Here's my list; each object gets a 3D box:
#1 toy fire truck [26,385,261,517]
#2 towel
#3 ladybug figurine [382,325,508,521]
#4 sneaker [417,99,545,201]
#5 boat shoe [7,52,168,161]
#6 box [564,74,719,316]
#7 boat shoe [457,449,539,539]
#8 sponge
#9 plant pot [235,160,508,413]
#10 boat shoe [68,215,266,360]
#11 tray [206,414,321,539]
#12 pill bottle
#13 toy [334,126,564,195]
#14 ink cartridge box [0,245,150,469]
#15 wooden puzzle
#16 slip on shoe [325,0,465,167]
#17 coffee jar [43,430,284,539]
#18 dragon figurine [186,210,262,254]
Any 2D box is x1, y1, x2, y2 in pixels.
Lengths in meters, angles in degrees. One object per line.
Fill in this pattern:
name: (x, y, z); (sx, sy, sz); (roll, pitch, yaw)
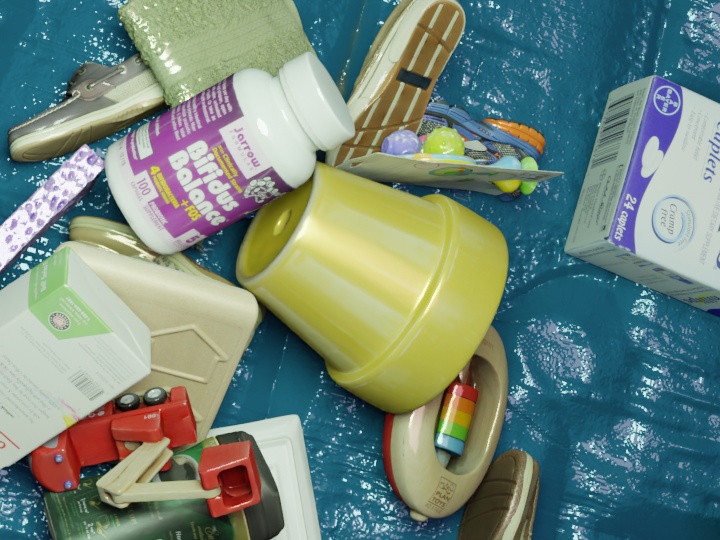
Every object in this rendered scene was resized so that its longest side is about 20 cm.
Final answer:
toy fire truck: (-0.188, 0.161, 1.369); (0.199, 0.141, 0.049); (-12, 120, 0)
towel: (-0.124, -0.215, 1.497); (0.200, 0.036, 0.149); (-31, 92, -45)
ladybug figurine: (0.074, 0.139, 1.528); (0.136, 0.072, 0.201); (34, 68, -42)
sneaker: (0.087, -0.119, 1.577); (0.199, 0.075, 0.079); (12, 83, -16)
boat shoe: (-0.238, -0.159, 1.470); (0.200, 0.072, 0.065); (-27, 88, -24)
box: (0.335, -0.073, 1.640); (0.199, 0.105, 0.185); (21, 78, -16)
boat shoe: (0.135, 0.276, 1.553); (0.075, 0.075, 0.203); (26, 81, -29)
sponge: (-0.305, -0.024, 1.405); (0.030, 0.112, 0.200); (45, 72, -7)
plant pot: (0.000, 0.000, 1.451); (0.189, 0.201, 0.201); (31, 74, -21)
boat shoe: (-0.181, 0.016, 1.465); (0.200, 0.073, 0.063); (29, 72, -15)
tray: (-0.088, 0.241, 1.498); (0.107, 0.022, 0.201); (-9, 86, -19)
pill bottle: (-0.109, -0.104, 1.381); (0.200, 0.112, 0.113); (-28, 94, 12)
toy: (0.075, -0.105, 1.487); (0.199, 0.115, 0.047); (8, 79, -28)
ink cartridge box: (-0.289, 0.084, 1.355); (0.200, 0.067, 0.117); (-33, 122, 11)
wooden puzzle: (-0.207, 0.077, 1.428); (0.185, 0.046, 0.200); (16, 116, -15)
slip on shoe: (0.025, -0.175, 1.506); (0.076, 0.061, 0.200); (17, 108, -35)
coffee jar: (-0.171, 0.214, 1.414); (0.199, 0.104, 0.086); (-17, 129, -12)
dragon figurine: (-0.104, -0.077, 1.510); (0.199, 0.059, 0.100); (-14, 89, -23)
